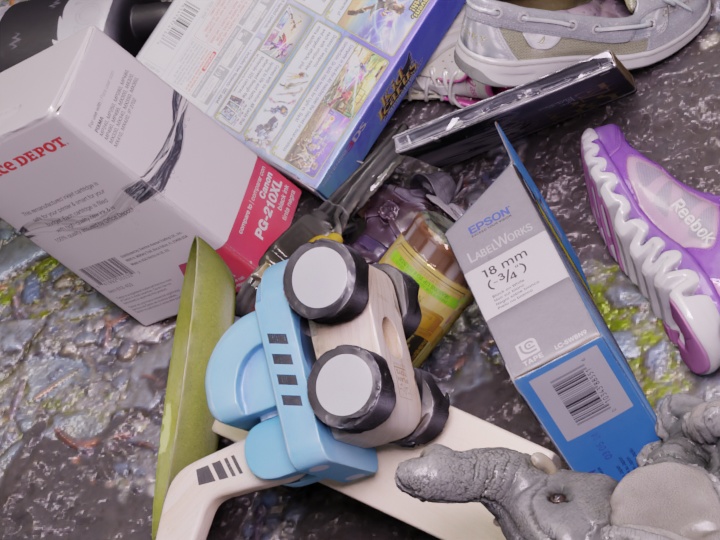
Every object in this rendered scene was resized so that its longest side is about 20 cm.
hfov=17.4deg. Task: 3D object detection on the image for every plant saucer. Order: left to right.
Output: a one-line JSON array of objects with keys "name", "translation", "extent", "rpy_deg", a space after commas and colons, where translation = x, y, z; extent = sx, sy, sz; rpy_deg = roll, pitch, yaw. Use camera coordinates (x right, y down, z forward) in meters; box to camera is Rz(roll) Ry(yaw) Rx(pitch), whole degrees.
[{"name": "plant saucer", "translation": [-0.107, 0.078, 1.524], "extent": [0.031, 0.200, 0.200], "rpy_deg": [7, 50, -7]}]

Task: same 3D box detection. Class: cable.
[{"name": "cable", "translation": [-0.018, -0.019, 1.550], "extent": [0.050, 0.097, 0.200], "rpy_deg": [41, 45, 5]}]

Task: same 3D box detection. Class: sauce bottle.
[{"name": "sauce bottle", "translation": [0.005, 0.056, 1.515], "extent": [0.200, 0.065, 0.065], "rpy_deg": [-54, 44, 12]}]

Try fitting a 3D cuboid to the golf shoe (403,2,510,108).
[{"name": "golf shoe", "translation": [0.056, -0.152, 1.692], "extent": [0.199, 0.075, 0.092], "rpy_deg": [-21, 49, 14]}]

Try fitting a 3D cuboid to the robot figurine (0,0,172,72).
[{"name": "robot figurine", "translation": [-0.212, -0.153, 1.805], "extent": [0.199, 0.125, 0.150], "rpy_deg": [-8, 38, 23]}]

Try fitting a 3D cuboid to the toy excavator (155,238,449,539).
[{"name": "toy excavator", "translation": [-0.055, 0.099, 1.383], "extent": [0.199, 0.100, 0.195], "rpy_deg": [-20, 72, 22]}]

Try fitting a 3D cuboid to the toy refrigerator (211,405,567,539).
[{"name": "toy refrigerator", "translation": [0.019, 0.109, 1.439], "extent": [0.200, 0.070, 0.076], "rpy_deg": [23, 84, 17]}]

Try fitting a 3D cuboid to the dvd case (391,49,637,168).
[{"name": "dvd case", "translation": [0.106, -0.104, 1.559], "extent": [0.148, 0.200, 0.016], "rpy_deg": [-22, 87, 10]}]

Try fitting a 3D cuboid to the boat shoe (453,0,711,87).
[{"name": "boat shoe", "translation": [0.157, -0.179, 1.618], "extent": [0.201, 0.065, 0.074], "rpy_deg": [-13, 42, -23]}]

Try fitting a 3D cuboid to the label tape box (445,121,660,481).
[{"name": "label tape box", "translation": [0.114, 0.027, 1.456], "extent": [0.063, 0.144, 0.200], "rpy_deg": [-29, 44, 6]}]

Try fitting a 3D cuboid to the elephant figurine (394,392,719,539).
[{"name": "elephant figurine", "translation": [0.143, 0.152, 1.298], "extent": [0.200, 0.142, 0.155], "rpy_deg": [-16, 14, -40]}]

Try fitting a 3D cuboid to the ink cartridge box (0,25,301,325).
[{"name": "ink cartridge box", "translation": [-0.165, -0.062, 1.619], "extent": [0.145, 0.200, 0.085], "rpy_deg": [-19, 42, 44]}]

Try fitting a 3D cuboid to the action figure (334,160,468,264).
[{"name": "action figure", "translation": [0.000, 0.000, 1.600], "extent": [0.200, 0.069, 0.130], "rpy_deg": [-44, 39, -16]}]

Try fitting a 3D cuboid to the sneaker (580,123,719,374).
[{"name": "sneaker", "translation": [0.208, -0.025, 1.502], "extent": [0.088, 0.081, 0.200], "rpy_deg": [-27, 49, -3]}]

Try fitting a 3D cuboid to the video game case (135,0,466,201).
[{"name": "video game case", "translation": [-0.040, -0.175, 1.680], "extent": [0.181, 0.045, 0.200], "rpy_deg": [32, 87, 25]}]
